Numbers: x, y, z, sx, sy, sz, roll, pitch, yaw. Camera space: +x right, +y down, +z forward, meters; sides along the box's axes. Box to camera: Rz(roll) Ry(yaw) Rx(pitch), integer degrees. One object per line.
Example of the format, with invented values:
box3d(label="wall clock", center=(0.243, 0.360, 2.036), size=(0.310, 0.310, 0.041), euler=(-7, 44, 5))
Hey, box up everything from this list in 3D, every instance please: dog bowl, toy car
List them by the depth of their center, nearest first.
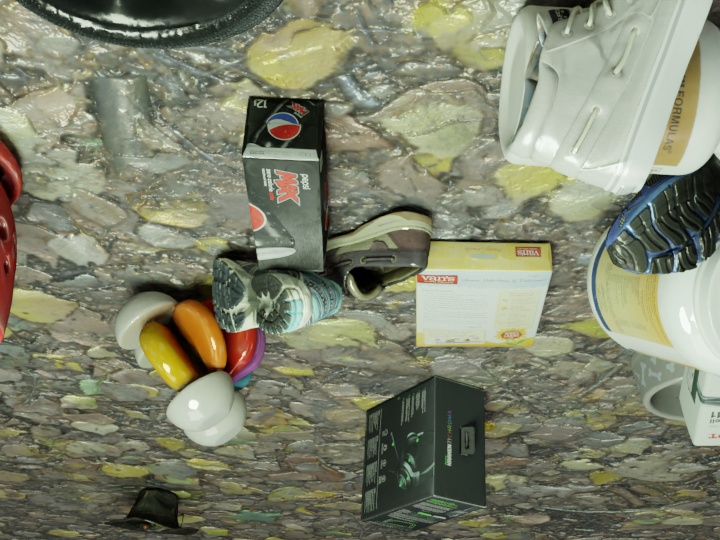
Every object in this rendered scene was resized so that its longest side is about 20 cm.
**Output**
box3d(label="toy car", center=(-0.184, 0.099, 1.154), size=(0.150, 0.175, 0.200), euler=(-36, 161, -10))
box3d(label="dog bowl", center=(0.452, 0.140, 1.249), size=(0.199, 0.059, 0.200), euler=(3, 153, 1))

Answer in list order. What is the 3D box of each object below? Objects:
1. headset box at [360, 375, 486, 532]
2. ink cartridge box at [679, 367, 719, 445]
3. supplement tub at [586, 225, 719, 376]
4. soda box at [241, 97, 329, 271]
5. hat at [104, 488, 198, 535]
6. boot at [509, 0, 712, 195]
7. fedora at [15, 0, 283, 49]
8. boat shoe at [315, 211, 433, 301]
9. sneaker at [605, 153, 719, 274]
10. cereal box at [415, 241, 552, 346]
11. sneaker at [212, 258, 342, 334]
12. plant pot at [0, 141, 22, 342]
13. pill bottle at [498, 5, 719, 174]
box3d(label="headset box", center=(0.092, 0.266, 1.396), size=(0.092, 0.175, 0.200), euler=(19, 147, -26))
box3d(label="ink cartridge box", center=(0.449, 0.104, 1.088), size=(0.146, 0.083, 0.201), euler=(-2, 131, 7))
box3d(label="supplement tub", center=(0.307, 0.016, 0.864), size=(0.144, 0.145, 0.200), euler=(11, -179, -14))
box3d(label="soda box", center=(-0.066, -0.072, 0.893), size=(0.070, 0.064, 0.200), euler=(2, 152, 1))
box3d(label="hat", center=(-0.414, 0.484, 1.958), size=(0.200, 0.081, 0.201), euler=(6, 160, 2))
box3d(label="boot", center=(0.160, -0.155, 0.611), size=(0.095, 0.201, 0.074), euler=(18, -179, 3))
box3d(label="fedora", center=(-0.133, -0.222, 0.586), size=(0.199, 0.092, 0.201), euler=(2, 152, 1))
box3d(label="boat shoe", center=(0.000, 0.000, 1.019), size=(0.072, 0.065, 0.200), euler=(22, 147, -35))
box3d(label="sneaker", center=(0.255, -0.057, 0.786), size=(0.078, 0.200, 0.076), euler=(-2, 118, 52))
box3d(label="cereal box", center=(0.133, 0.031, 1.093), size=(0.143, 0.040, 0.200), euler=(1, 152, 3))
box3d(label="sneaker", center=(-0.092, 0.029, 1.030), size=(0.086, 0.078, 0.200), euler=(-7, -168, -34))
box3d(label="plant pot", center=(-0.403, -0.035, 0.867), size=(0.199, 0.183, 0.201), euler=(2, 151, 1))
box3d(label="pill bottle", center=(0.208, -0.128, 0.707), size=(0.199, 0.115, 0.114), euler=(3, 152, -2))
